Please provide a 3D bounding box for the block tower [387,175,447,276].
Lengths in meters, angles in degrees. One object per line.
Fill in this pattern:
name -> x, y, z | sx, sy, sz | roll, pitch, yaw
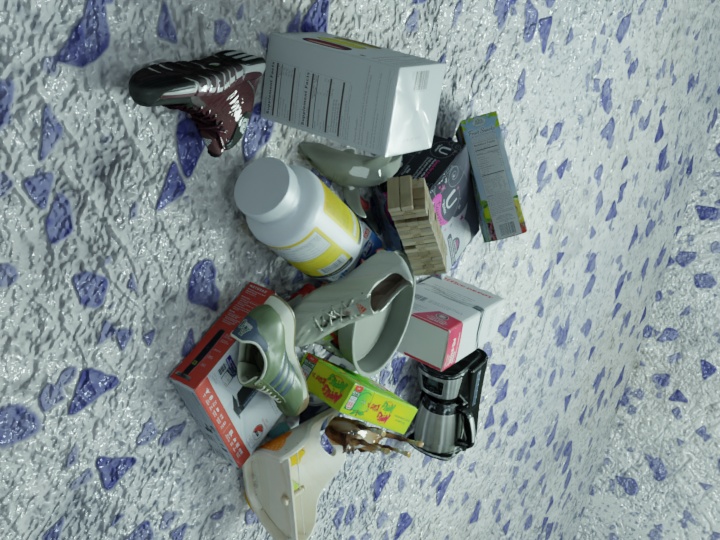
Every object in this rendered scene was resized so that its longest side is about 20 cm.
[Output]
block tower -> 0.087, -0.060, 1.427 | 0.200, 0.054, 0.058 | 62, 25, -57

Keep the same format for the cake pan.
cake pan -> 0.024, 0.062, 1.471 | 0.200, 0.037, 0.201 | -42, 141, -48

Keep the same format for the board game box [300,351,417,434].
board game box -> -0.005, 0.187, 1.456 | 0.048, 0.101, 0.200 | -60, 145, -1

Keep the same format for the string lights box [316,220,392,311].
string lights box -> 0.000, 0.000, 1.509 | 0.103, 0.059, 0.200 | -64, 150, -9

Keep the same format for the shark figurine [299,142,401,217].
shark figurine -> 0.029, -0.162, 1.376 | 0.214, 0.129, 0.089 | -26, 171, -44

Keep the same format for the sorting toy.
sorting toy -> -0.086, 0.291, 1.484 | 0.180, 0.107, 0.201 | -32, 134, -37

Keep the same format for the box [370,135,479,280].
box -> 0.107, -0.105, 1.563 | 0.132, 0.114, 0.201 | -51, 145, -28

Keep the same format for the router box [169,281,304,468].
router box -> -0.161, 0.147, 1.349 | 0.180, 0.049, 0.201 | -52, 146, -27

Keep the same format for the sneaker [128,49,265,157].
sneaker -> -0.180, -0.178, 1.099 | 0.200, 0.075, 0.116 | -28, 133, -50

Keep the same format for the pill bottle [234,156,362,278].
pill bottle -> -0.083, -0.071, 1.281 | 0.113, 0.112, 0.200 | -64, 149, -9

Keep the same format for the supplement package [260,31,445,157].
supplement package -> -0.012, -0.225, 1.212 | 0.114, 0.199, 0.110 | -21, 126, -53

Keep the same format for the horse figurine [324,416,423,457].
horse figurine -> 0.003, 0.253, 1.458 | 0.200, 0.132, 0.050 | 26, 74, -57

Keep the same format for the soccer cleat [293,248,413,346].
soccer cleat -> -0.018, 0.046, 1.336 | 0.200, 0.078, 0.069 | -36, 134, -2

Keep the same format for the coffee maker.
coffee maker -> 0.174, 0.236, 1.893 | 0.192, 0.134, 0.201 | -63, 160, -61

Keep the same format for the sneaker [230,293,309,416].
sneaker -> -0.128, 0.131, 1.289 | 0.090, 0.067, 0.201 | -35, 136, -33

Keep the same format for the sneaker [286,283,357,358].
sneaker -> -0.042, 0.072, 1.448 | 0.085, 0.077, 0.200 | -48, 151, 7

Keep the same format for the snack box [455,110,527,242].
snack box -> 0.215, -0.150, 1.605 | 0.169, 0.067, 0.201 | -34, 108, -87

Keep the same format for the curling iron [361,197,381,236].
curling iron -> 0.005, -0.109, 1.482 | 0.050, 0.025, 0.200 | -54, 147, -18

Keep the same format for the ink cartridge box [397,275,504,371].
ink cartridge box -> 0.141, 0.086, 1.705 | 0.200, 0.144, 0.085 | -22, 128, -51

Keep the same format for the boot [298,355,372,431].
boot -> -0.029, 0.186, 1.580 | 0.199, 0.073, 0.091 | -27, 138, -39
